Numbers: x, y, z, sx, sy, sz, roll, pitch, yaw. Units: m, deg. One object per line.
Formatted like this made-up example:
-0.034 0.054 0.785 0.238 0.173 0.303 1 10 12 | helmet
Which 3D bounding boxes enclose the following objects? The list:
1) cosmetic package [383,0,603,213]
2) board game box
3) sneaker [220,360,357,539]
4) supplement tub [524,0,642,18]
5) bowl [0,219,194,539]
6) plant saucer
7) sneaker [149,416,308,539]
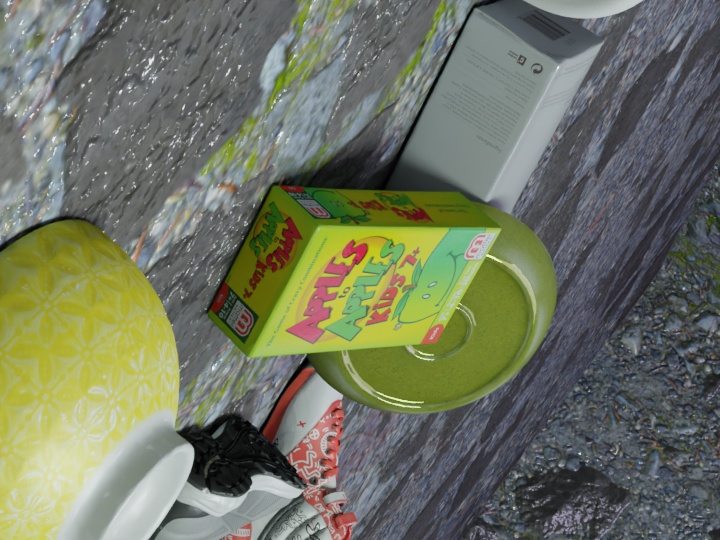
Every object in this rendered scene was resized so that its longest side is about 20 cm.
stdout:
0.093 -0.101 1.311 0.200 0.081 0.113 -61 166 26 | cosmetic package
0.000 0.000 1.152 0.200 0.048 0.102 -2 127 -51 | board game box
-0.035 0.161 1.421 0.202 0.108 0.067 -55 167 -6 | sneaker
0.161 -0.256 1.029 0.200 0.144 0.145 -46 164 -36 | supplement tub
-0.145 0.086 0.833 0.200 0.108 0.200 -52 167 -18 | bowl
0.054 0.038 1.300 0.031 0.199 0.200 -106 -144 -52 | plant saucer
-0.105 0.160 1.274 0.079 0.074 0.200 -49 163 14 | sneaker
